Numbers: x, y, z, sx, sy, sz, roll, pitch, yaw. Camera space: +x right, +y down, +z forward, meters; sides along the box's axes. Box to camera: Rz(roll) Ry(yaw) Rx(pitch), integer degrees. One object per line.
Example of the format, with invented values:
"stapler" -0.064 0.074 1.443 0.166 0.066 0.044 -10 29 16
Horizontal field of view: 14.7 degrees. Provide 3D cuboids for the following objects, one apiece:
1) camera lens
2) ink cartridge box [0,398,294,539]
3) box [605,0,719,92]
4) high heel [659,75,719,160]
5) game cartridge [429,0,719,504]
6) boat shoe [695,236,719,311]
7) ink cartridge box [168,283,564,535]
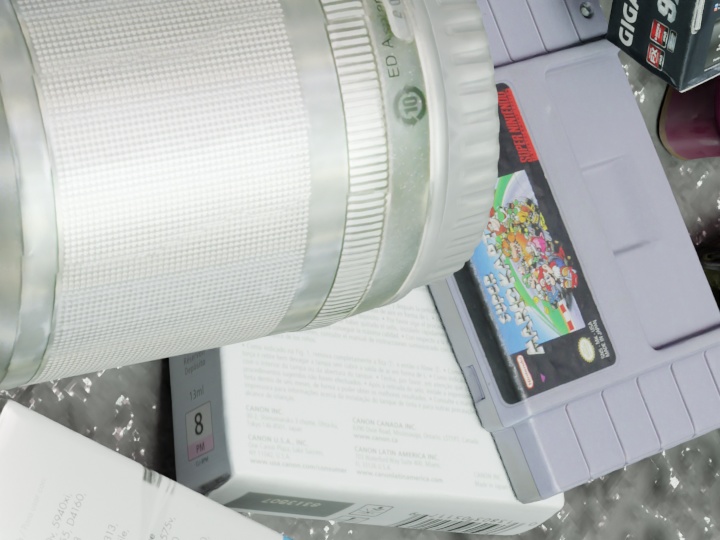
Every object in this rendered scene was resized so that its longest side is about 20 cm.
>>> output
"camera lens" -0.073 -0.050 0.964 0.200 0.160 0.160 -11 96 -24
"ink cartridge box" -0.114 0.095 0.975 0.200 0.116 0.067 30 73 -31
"box" 0.193 -0.175 1.108 0.200 0.046 0.159 -26 142 -31
"high heel" 0.194 -0.138 1.206 0.067 0.096 0.200 20 78 -33
"game cartridge" 0.078 -0.017 1.127 0.130 0.038 0.200 -18 85 -44
"boat shoe" 0.203 0.041 1.162 0.065 0.200 0.073 -21 122 -22
"ink cartridge box" 0.000 0.000 1.112 0.162 0.057 0.200 9 64 -34
